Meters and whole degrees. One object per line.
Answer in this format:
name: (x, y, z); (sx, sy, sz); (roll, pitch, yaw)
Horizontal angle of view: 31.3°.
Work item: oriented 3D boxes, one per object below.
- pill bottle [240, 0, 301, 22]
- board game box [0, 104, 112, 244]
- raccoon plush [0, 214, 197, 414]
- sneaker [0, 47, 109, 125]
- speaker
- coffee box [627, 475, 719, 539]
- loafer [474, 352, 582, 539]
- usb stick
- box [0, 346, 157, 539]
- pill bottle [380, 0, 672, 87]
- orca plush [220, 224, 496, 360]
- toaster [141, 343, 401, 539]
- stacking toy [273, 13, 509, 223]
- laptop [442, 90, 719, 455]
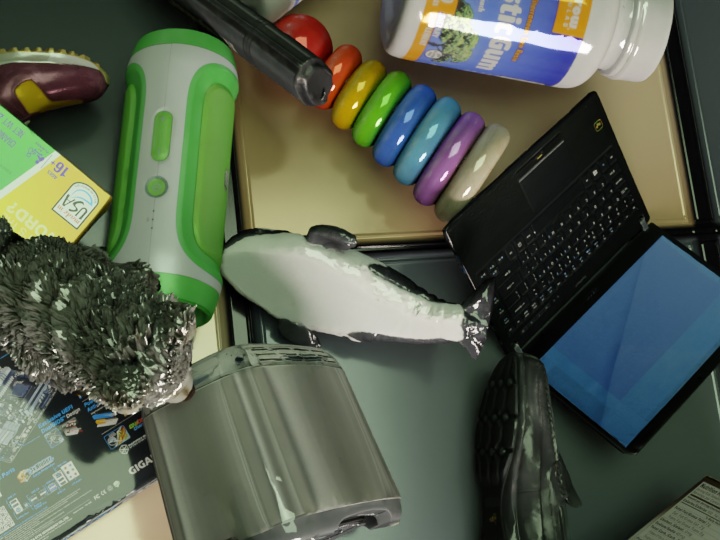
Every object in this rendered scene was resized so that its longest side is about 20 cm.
pill bottle: (-0.037, -0.283, 0.979); (0.200, 0.112, 0.112); (-42, 89, -21)
board game box: (-0.280, -0.016, 0.819); (0.153, 0.040, 0.201); (39, 73, -9)
raccoon plush: (-0.186, 0.024, 0.749); (0.199, 0.134, 0.098); (20, 86, -21)
sneaker: (-0.272, -0.100, 0.895); (0.198, 0.075, 0.091); (-8, 87, -11)
speaker: (-0.132, -0.064, 0.903); (0.088, 0.088, 0.202); (7, 69, -13)
coffee box: (0.215, 0.254, 0.904); (0.199, 0.080, 0.114); (-32, 116, -20)
loafer: (0.125, 0.161, 0.934); (0.070, 0.068, 0.203); (4, 80, -22)
usb stick: (-0.100, -0.185, 0.934); (0.200, 0.055, 0.033); (38, 91, 21)
box: (-0.236, 0.111, 0.857); (0.199, 0.046, 0.160); (-32, 86, -20)
pill bottle: (0.123, -0.197, 0.947); (0.198, 0.112, 0.113); (8, 74, -11)
orca plush: (0.000, 0.000, 0.936); (0.198, 0.106, 0.071); (3, 33, 9)
toaster: (-0.063, 0.125, 0.834); (0.113, 0.200, 0.130); (-28, 74, 22)
stacking toy: (0.011, -0.123, 0.972); (0.199, 0.085, 0.086); (34, 70, 1)
laptop: (0.188, 0.000, 0.966); (0.177, 0.103, 0.201); (-42, 120, -21)
